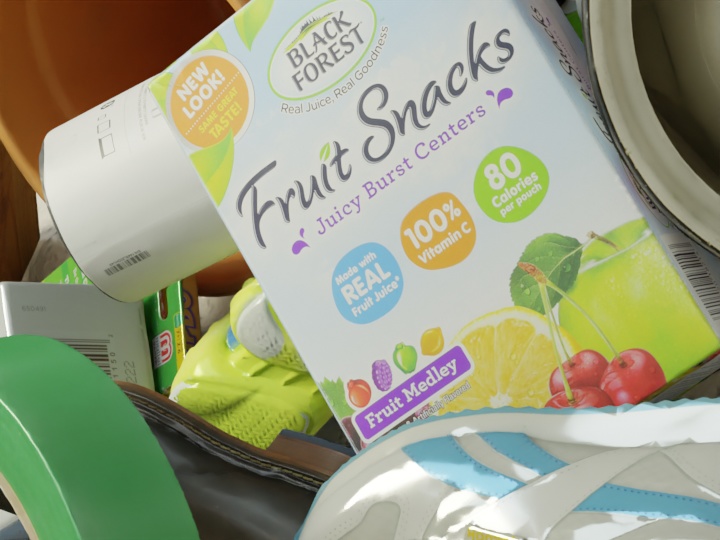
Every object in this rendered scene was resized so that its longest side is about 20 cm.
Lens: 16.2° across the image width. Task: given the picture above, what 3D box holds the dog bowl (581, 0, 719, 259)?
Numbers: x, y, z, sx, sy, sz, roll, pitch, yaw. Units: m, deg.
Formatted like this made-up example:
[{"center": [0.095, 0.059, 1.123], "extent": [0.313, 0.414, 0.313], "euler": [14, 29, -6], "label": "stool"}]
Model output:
[{"center": [0.165, -0.095, 0.861], "extent": [0.200, 0.200, 0.074], "euler": [-50, 12, 3], "label": "dog bowl"}]

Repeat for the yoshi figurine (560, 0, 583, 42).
[{"center": [0.120, -0.143, 1.000], "extent": [0.200, 0.112, 0.113], "euler": [153, 129, -66], "label": "yoshi figurine"}]

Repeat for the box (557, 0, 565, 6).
[{"center": [0.057, -0.216, 1.098], "extent": [0.158, 0.200, 0.050], "euler": [-51, 31, 0], "label": "box"}]

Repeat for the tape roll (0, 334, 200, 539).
[{"center": [-0.124, 0.126, 0.922], "extent": [0.200, 0.048, 0.202], "euler": [16, 111, 49], "label": "tape roll"}]

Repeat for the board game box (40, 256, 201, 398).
[{"center": [-0.122, 0.039, 1.163], "extent": [0.200, 0.030, 0.096], "euler": [-38, 52, 52], "label": "board game box"}]

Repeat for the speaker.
[{"center": [-0.026, -0.062, 1.010], "extent": [0.199, 0.081, 0.082], "euler": [-26, 39, 20], "label": "speaker"}]

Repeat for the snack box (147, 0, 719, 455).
[{"center": [0.030, -0.022, 0.911], "extent": [0.142, 0.053, 0.201], "euler": [-35, 77, 23], "label": "snack box"}]

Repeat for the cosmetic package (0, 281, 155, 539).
[{"center": [-0.166, 0.084, 1.133], "extent": [0.200, 0.071, 0.102], "euler": [-31, 63, 51], "label": "cosmetic package"}]

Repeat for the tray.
[{"center": [-0.196, -0.027, 1.275], "extent": [0.200, 0.037, 0.099], "euler": [101, -171, -63], "label": "tray"}]

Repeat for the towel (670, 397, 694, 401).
[{"center": [0.048, 0.127, 0.937], "extent": [0.199, 0.034, 0.193], "euler": [7, 67, 52], "label": "towel"}]

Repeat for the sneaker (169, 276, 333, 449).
[{"center": [0.000, 0.000, 1.033], "extent": [0.200, 0.076, 0.105], "euler": [-35, 14, 36], "label": "sneaker"}]

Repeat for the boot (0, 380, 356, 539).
[{"center": [-0.087, 0.101, 0.950], "extent": [0.199, 0.075, 0.097], "euler": [7, 39, 24], "label": "boot"}]

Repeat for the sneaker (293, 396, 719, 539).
[{"center": [0.060, 0.096, 0.836], "extent": [0.199, 0.077, 0.081], "euler": [-12, 38, 28], "label": "sneaker"}]

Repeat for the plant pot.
[{"center": [-0.063, -0.108, 1.162], "extent": [0.199, 0.201, 0.140], "euler": [-11, 22, 46], "label": "plant pot"}]
